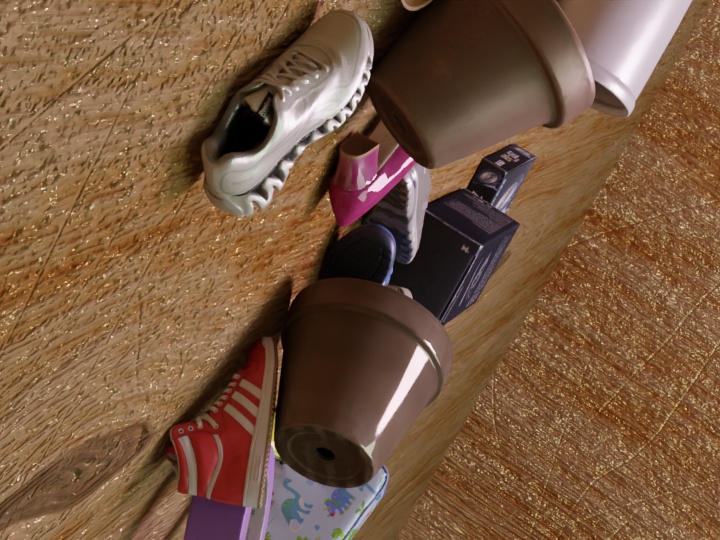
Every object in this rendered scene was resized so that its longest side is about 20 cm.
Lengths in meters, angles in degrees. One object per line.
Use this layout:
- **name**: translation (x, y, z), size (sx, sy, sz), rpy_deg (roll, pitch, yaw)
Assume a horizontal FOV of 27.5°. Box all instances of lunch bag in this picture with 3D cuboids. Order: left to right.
- **lunch bag**: translation (-0.069, 0.310, 2.015), size (0.200, 0.161, 0.082), rpy_deg (-52, 171, -15)

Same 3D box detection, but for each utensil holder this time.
- **utensil holder**: translation (0.342, -0.336, 1.990), size (0.200, 0.170, 0.170), rpy_deg (-58, 167, -2)

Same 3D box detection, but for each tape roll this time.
- **tape roll**: translation (-0.153, 0.296, 1.710), size (0.200, 0.065, 0.201), rpy_deg (9, 90, -85)

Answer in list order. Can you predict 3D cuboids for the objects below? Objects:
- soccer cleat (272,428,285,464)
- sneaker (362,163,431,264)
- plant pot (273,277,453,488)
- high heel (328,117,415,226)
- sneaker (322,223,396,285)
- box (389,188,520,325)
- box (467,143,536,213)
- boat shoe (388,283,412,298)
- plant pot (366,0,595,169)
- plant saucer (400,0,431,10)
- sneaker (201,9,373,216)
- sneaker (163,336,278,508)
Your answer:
- **soccer cleat**: translation (-0.105, 0.207, 1.896), size (0.200, 0.064, 0.084), rpy_deg (16, 76, -73)
- **sneaker**: translation (0.057, -0.080, 1.736), size (0.082, 0.075, 0.200), rpy_deg (-49, 164, -27)
- **plant pot**: translation (-0.013, 0.137, 1.628), size (0.200, 0.199, 0.174), rpy_deg (107, 4, -51)
- **high heel**: translation (0.041, -0.122, 1.577), size (0.200, 0.067, 0.096), rpy_deg (-39, 148, -42)
- **sneaker**: translation (0.000, 0.000, 1.737), size (0.082, 0.074, 0.200), rpy_deg (-50, 173, -37)
- **box**: translation (0.126, -0.018, 2.080), size (0.148, 0.104, 0.200), rpy_deg (-61, 166, 19)
- **box**: translation (0.188, -0.091, 2.274), size (0.201, 0.043, 0.160), rpy_deg (-63, 166, 22)
- **boat shoe**: translation (-0.012, 0.092, 1.926), size (0.060, 0.072, 0.202), rpy_deg (18, 124, -35)
- **plant pot**: translation (0.104, -0.196, 1.454), size (0.174, 0.200, 0.200), rpy_deg (-35, 163, -8)
- **plant saucer**: translation (0.078, -0.329, 1.312), size (0.200, 0.035, 0.200), rpy_deg (-53, 166, -19)
- **sneaker**: translation (-0.059, -0.138, 1.191), size (0.200, 0.075, 0.081), rpy_deg (-54, 158, -15)
- **sneaker**: translation (-0.149, 0.155, 1.585), size (0.071, 0.112, 0.201), rpy_deg (99, -3, -56)
